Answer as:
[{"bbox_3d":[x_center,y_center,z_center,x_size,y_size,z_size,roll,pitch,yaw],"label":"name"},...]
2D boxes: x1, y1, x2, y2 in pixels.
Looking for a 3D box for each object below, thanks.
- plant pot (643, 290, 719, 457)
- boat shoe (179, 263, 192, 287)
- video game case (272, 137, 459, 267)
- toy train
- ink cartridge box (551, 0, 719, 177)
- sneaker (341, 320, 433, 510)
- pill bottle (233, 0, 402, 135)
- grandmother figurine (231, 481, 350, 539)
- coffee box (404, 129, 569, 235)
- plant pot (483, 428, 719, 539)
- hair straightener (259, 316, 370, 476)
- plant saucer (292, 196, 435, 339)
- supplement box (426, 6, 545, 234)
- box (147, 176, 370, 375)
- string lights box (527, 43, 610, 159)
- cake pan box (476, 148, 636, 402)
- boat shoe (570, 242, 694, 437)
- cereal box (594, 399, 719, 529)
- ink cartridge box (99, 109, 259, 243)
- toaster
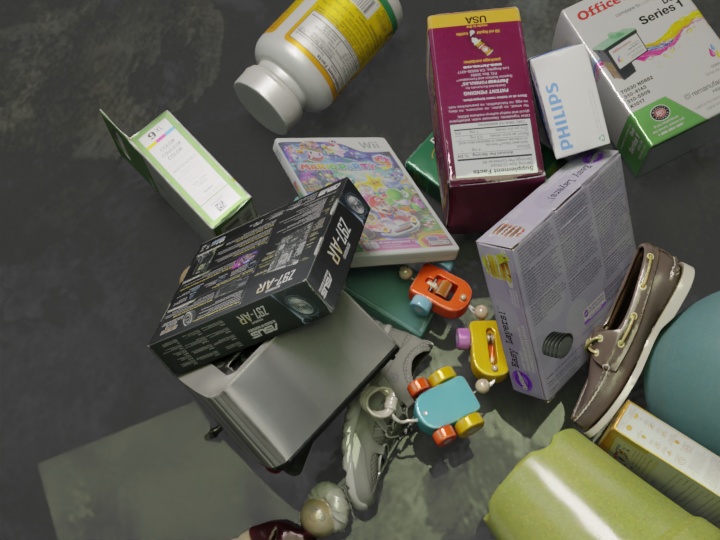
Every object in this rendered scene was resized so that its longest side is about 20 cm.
[{"bbox_3d":[0.362,0.110,1.083,0.134,0.200,0.202,-5,66,34],"label":"plant pot"},{"bbox_3d":[-0.102,-0.007,1.195,0.198,0.065,0.073,-21,98,-9],"label":"boat shoe"},{"bbox_3d":[0.003,-0.079,1.174,0.142,0.018,0.201,-4,44,-28],"label":"video game case"},{"bbox_3d":[0.082,0.089,1.124,0.149,0.056,0.201,22,62,9],"label":"toy train"},{"bbox_3d":[0.333,-0.232,1.249,0.144,0.084,0.201,-26,70,-7],"label":"ink cartridge box"},{"bbox_3d":[0.028,0.150,1.125,0.081,0.075,0.202,9,69,7],"label":"sneaker"},{"bbox_3d":[-0.051,-0.257,1.260,0.112,0.113,0.200,37,75,14],"label":"pill bottle"},{"bbox_3d":[-0.078,0.300,1.086,0.121,0.061,0.201,37,78,6],"label":"grandmother figurine"},{"bbox_3d":[0.162,-0.100,1.229,0.199,0.044,0.123,36,74,14],"label":"coffee box"},{"bbox_3d":[0.223,0.259,1.031,0.200,0.201,0.184,-39,61,-11],"label":"plant pot"},{"bbox_3d":[-0.033,0.126,1.145,0.041,0.077,0.201,45,63,-27],"label":"hair straightener"},{"bbox_3d":[0.000,0.000,1.171,0.199,0.019,0.070,32,79,-10],"label":"plant saucer"},{"bbox_3d":[0.129,-0.158,1.159,0.102,0.131,0.202,-5,70,0],"label":"supplement box"},{"bbox_3d":[-0.096,0.005,1.040,0.199,0.044,0.161,-23,30,30],"label":"box"},{"bbox_3d":[0.217,-0.183,1.154,0.058,0.200,0.104,-15,99,10],"label":"string lights box"},{"bbox_3d":[0.211,0.000,1.097,0.052,0.186,0.200,16,45,43],"label":"cake pan box"},{"bbox_3d":[0.260,0.069,1.087,0.059,0.072,0.201,31,88,-3],"label":"boat shoe"},{"bbox_3d":[0.325,0.210,1.055,0.199,0.144,0.040,32,73,12],"label":"cereal box"},{"bbox_3d":[-0.199,-0.109,1.216,0.059,0.104,0.200,-42,73,-13],"label":"ink cartridge box"},{"bbox_3d":[-0.088,0.090,1.081,0.200,0.180,0.119,-45,116,-12],"label":"toaster"}]
